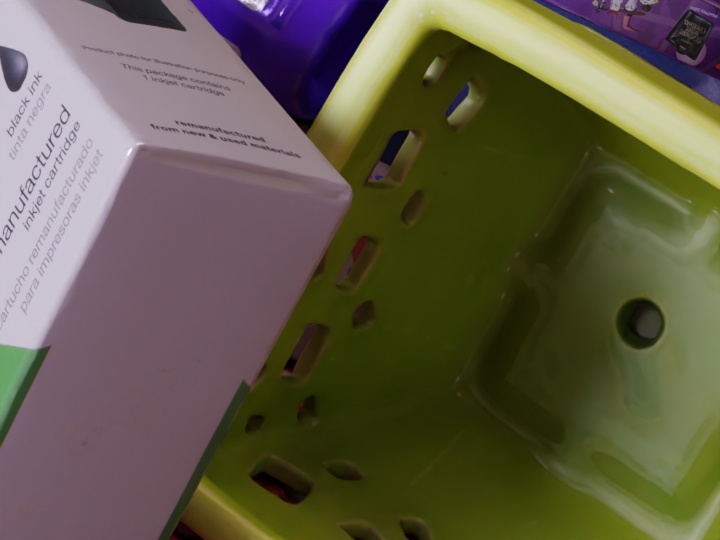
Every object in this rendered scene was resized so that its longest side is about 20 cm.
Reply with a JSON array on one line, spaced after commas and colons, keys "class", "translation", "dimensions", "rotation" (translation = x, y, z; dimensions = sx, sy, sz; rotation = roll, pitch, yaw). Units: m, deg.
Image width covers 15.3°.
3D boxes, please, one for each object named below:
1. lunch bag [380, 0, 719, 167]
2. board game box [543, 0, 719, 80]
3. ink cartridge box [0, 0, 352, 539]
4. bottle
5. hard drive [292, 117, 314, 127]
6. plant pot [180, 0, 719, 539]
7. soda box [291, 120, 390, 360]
[{"class": "lunch bag", "translation": [0.101, -0.050, 1.110], "dimensions": [0.199, 0.136, 0.133], "rotation": [24, 57, -17]}, {"class": "board game box", "translation": [0.104, -0.118, 1.008], "dimensions": [0.119, 0.032, 0.200], "rotation": [27, 16, -15]}, {"class": "ink cartridge box", "translation": [-0.107, -0.025, 0.825], "dimensions": [0.083, 0.147, 0.200], "rotation": [11, 27, -39]}, {"class": "bottle", "translation": [-0.082, -0.135, 1.019], "dimensions": [0.199, 0.065, 0.084], "rotation": [35, 1, 15]}, {"class": "hard drive", "translation": [-0.010, -0.080, 1.238], "dimensions": [0.199, 0.038, 0.140], "rotation": [31, 21, 3]}, {"class": "plant pot", "translation": [0.078, 0.031, 0.887], "dimensions": [0.198, 0.201, 0.181], "rotation": [34, 15, 16]}, {"class": "soda box", "translation": [0.000, 0.000, 1.018], "dimensions": [0.199, 0.070, 0.064], "rotation": [25, 20, -15]}]
